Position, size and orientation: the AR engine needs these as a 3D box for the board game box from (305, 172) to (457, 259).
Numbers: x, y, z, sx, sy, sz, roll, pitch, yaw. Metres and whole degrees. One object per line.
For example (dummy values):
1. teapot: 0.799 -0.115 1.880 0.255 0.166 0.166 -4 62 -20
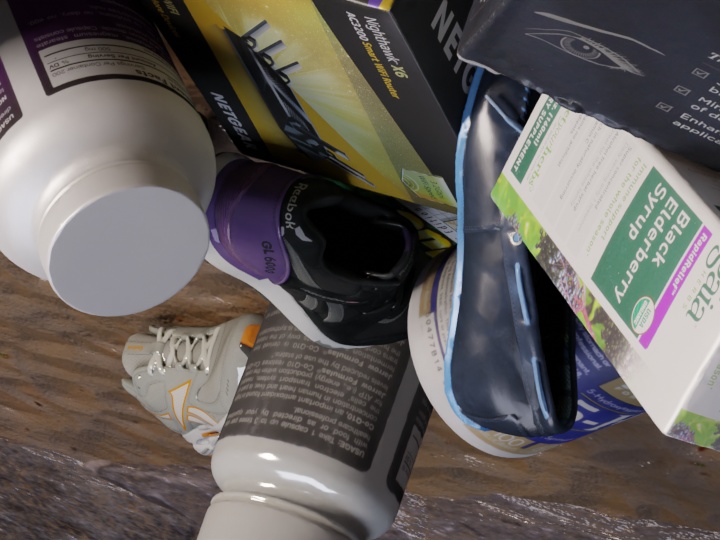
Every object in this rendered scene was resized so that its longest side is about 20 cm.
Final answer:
1. board game box: 0.063 -0.026 1.422 0.200 0.023 0.105 34 156 -30

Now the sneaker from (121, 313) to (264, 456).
1. sneaker: -0.111 0.066 1.720 0.092 0.076 0.200 28 156 -7

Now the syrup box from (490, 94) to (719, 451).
1. syrup box: 0.135 -0.008 1.080 0.081 0.079 0.200 15 -156 -26

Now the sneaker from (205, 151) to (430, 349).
1. sneaker: 0.000 0.000 1.366 0.087 0.076 0.200 9 170 37

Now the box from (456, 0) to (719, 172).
1. box: 0.168 -0.124 0.978 0.196 0.118 0.200 23 159 -9

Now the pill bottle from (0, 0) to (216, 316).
1. pill bottle: -0.137 -0.071 1.240 0.112 0.200 0.113 -13 134 -14

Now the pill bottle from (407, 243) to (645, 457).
1. pill bottle: 0.130 0.013 1.308 0.120 0.120 0.200 32 143 -28

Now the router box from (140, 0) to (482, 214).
1. router box: -0.014 -0.106 1.239 0.157 0.052 0.200 16 159 27

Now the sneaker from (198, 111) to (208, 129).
1. sneaker: -0.124 -0.046 1.385 0.082 0.073 0.200 -2 -177 5

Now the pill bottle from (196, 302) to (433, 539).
1. pill bottle: -0.020 0.088 1.516 0.113 0.200 0.113 17 158 7

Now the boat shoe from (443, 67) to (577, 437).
1. boat shoe: 0.090 -0.020 1.225 0.069 0.200 0.084 14 -158 35
